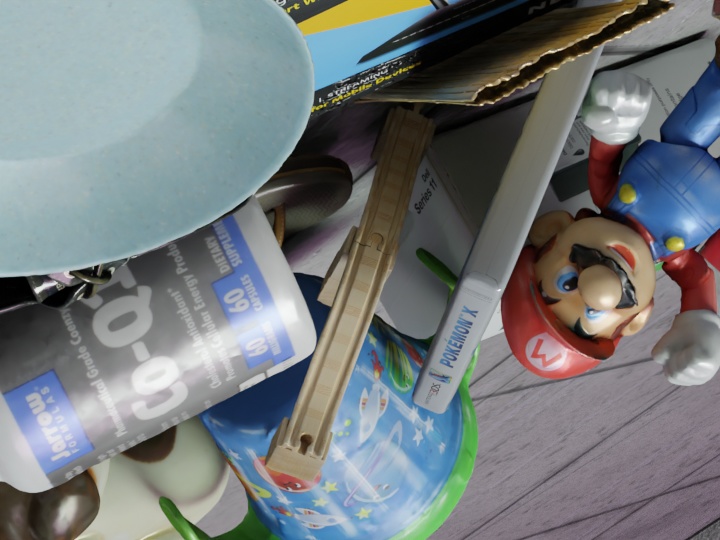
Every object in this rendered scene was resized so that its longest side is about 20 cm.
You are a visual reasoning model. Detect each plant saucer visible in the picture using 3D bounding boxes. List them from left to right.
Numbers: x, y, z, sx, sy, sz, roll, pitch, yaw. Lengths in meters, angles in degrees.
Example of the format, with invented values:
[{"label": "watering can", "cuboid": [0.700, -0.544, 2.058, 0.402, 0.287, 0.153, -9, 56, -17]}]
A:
[{"label": "plant saucer", "cuboid": [-0.118, -0.067, 0.871, 0.200, 0.039, 0.201, -11, 150, -7]}]

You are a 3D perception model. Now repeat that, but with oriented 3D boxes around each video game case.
[{"label": "video game case", "cuboid": [0.080, -0.047, 1.145, 0.182, 0.022, 0.201, 107, 6, -68]}]

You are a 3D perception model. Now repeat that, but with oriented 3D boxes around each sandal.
[{"label": "sandal", "cuboid": [-0.090, 0.005, 1.174, 0.199, 0.055, 0.082, -26, 164, -10]}]

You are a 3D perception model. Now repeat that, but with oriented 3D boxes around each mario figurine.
[{"label": "mario figurine", "cuboid": [0.150, -0.023, 1.183, 0.200, 0.124, 0.106, -48, 145, 9]}]

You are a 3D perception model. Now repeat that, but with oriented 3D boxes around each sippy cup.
[{"label": "sippy cup", "cuboid": [-0.022, 0.070, 1.232, 0.139, 0.179, 0.130, 4, 153, 27]}]

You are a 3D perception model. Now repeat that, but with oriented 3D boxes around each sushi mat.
[{"label": "sushi mat", "cuboid": [0.060, -0.096, 1.039, 0.095, 0.012, 0.200, -29, -169, -11]}]

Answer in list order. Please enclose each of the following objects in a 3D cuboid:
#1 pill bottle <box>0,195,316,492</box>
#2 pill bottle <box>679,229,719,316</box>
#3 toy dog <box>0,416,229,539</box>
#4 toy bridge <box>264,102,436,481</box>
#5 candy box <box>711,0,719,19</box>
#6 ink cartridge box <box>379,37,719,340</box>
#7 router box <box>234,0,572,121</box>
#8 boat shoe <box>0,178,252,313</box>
[{"label": "pill bottle", "cuboid": [-0.131, 0.031, 1.079, 0.199, 0.114, 0.114, -27, 164, -7]}, {"label": "pill bottle", "cuboid": [0.286, -0.036, 1.376, 0.200, 0.112, 0.112, -53, 160, 8]}, {"label": "toy dog", "cuboid": [-0.155, 0.113, 1.253, 0.193, 0.140, 0.200, -29, 161, 14]}, {"label": "toy bridge", "cuboid": [0.000, 0.000, 1.142, 0.027, 0.201, 0.067, 21, 154, -4]}, {"label": "candy box", "cuboid": [0.271, -0.140, 1.235, 0.116, 0.057, 0.200, 9, -178, 26]}, {"label": "ink cartridge box", "cuboid": [0.114, -0.038, 1.338, 0.199, 0.083, 0.147, -21, 162, -24]}, {"label": "router box", "cuboid": [0.034, -0.136, 0.948, 0.199, 0.051, 0.149, -25, 164, -7]}, {"label": "boat shoe", "cuboid": [-0.132, -0.010, 0.975, 0.199, 0.057, 0.069, -15, 151, -2]}]
